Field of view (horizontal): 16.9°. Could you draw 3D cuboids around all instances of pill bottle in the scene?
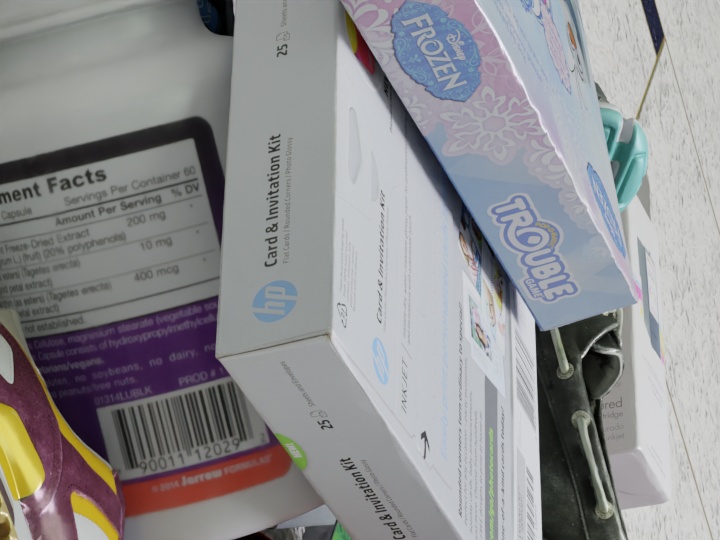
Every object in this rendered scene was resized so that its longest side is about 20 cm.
[{"bbox_3d":[-0.073,-0.014,0.811,0.111,0.111,0.201,-28,105,-70],"label":"pill bottle"}]

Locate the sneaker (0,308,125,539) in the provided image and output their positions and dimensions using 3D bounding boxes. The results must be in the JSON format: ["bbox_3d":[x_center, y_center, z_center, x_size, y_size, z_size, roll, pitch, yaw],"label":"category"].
[{"bbox_3d":[-0.094,0.108,0.740,0.090,0.075,0.201,-44,122,-63],"label":"sneaker"}]

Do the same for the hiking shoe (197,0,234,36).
[{"bbox_3d":[-0.083,-0.113,0.895,0.087,0.074,0.201,-50,127,-67],"label":"hiking shoe"}]

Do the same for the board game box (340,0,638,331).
[{"bbox_3d":[0.037,-0.113,0.859,0.200,0.043,0.199,56,21,-50],"label":"board game box"}]

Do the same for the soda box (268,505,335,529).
[{"bbox_3d":[-0.023,-0.007,0.909,0.068,0.063,0.201,14,90,-71],"label":"soda box"}]

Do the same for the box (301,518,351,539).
[{"bbox_3d":[0.060,0.161,0.972,0.200,0.036,0.144,37,16,-4],"label":"box"}]

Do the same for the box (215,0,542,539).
[{"bbox_3d":[0.012,0.017,0.804,0.200,0.041,0.156,59,25,-49],"label":"box"}]

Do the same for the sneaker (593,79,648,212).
[{"bbox_3d":[0.016,-0.064,1.013,0.091,0.199,0.078,-98,-162,-58],"label":"sneaker"}]

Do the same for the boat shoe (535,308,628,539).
[{"bbox_3d":[0.081,0.036,1.025,0.071,0.063,0.201,54,29,-61],"label":"boat shoe"}]

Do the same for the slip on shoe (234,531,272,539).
[{"bbox_3d":[-0.036,0.125,0.798,0.200,0.074,0.061,-154,-102,-78],"label":"slip on shoe"}]

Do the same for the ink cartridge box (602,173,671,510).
[{"bbox_3d":[0.093,0.025,1.251,0.067,0.117,0.201,54,31,-53],"label":"ink cartridge box"}]
